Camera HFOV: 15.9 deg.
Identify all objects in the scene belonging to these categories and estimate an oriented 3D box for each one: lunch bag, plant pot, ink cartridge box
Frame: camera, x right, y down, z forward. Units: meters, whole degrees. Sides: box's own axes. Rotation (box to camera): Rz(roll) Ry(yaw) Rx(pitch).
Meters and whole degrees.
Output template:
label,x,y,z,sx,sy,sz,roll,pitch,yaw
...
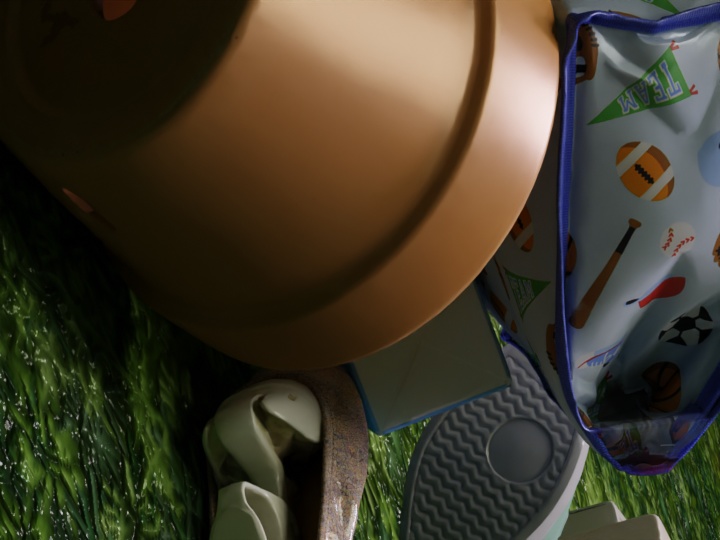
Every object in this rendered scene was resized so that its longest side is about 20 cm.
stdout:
label,x,y,z,sx,sy,sz,roll,pitch,yaw
lunch bag,0.100,-0.037,1.067,0.170,0.124,0.200,-127,-144,-63
plant pot,-0.046,-0.077,0.951,0.140,0.200,0.200,28,44,-49
ink cartridge box,0.000,0.000,1.187,0.200,0.067,0.116,-155,-136,-79

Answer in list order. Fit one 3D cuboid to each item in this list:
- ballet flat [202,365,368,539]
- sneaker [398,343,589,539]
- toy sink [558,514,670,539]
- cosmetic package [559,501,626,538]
label,x,y,z,sx,sy,sz,roll,pitch,yaw
ballet flat,-0.034,0.092,1.033,0.067,0.068,0.200,52,22,-40
sneaker,0.060,0.126,1.217,0.201,0.074,0.118,-67,164,2
toy sink,0.133,0.236,1.399,0.200,0.130,0.112,58,20,-46
cosmetic package,0.164,0.233,1.649,0.200,0.073,0.104,53,24,-57
